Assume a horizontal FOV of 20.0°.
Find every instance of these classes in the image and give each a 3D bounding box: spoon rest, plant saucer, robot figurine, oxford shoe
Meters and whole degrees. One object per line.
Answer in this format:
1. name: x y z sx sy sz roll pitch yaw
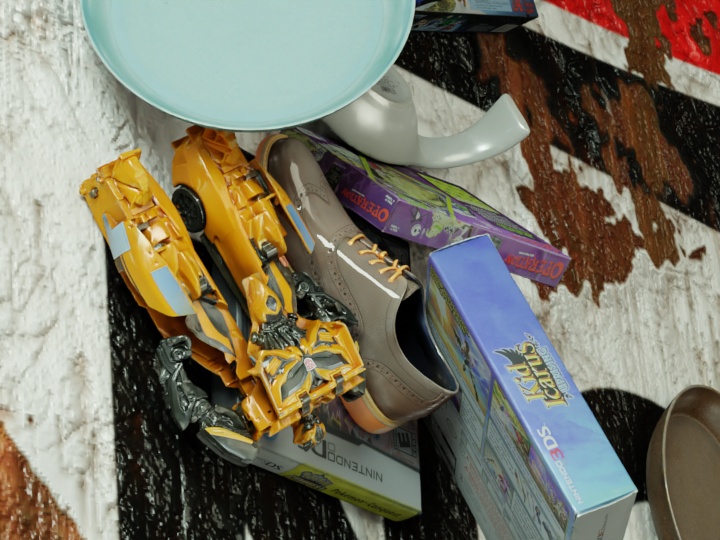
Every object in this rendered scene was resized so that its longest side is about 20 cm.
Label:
1. spoon rest: 0.031 -0.107 1.438 0.200 0.061 0.100 9 43 -43
2. plant saucer: 0.285 0.193 1.658 0.200 0.034 0.201 30 50 -44
3. plant saucer: -0.067 -0.161 1.222 0.027 0.199 0.201 96 -3 -59
4. robot figurine: -0.073 0.014 1.192 0.145 0.058 0.200 -29 86 -39
5. oxford shoe: 0.000 0.000 1.275 0.071 0.073 0.200 -38 103 -55

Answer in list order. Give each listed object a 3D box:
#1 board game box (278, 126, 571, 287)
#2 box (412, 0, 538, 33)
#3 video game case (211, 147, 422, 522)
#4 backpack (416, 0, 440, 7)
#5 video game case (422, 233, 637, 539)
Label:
1. board game box: 0.043 -0.043 1.381 0.200 0.120 0.032 17 101 -49
2. box: 0.054 -0.253 1.565 0.200 0.038 0.137 -8 80 -56
3. video game case: -0.026 0.043 1.304 0.181 0.025 0.201 28 51 -45
4. backpack: 0.010 -0.247 1.370 0.200 0.168 0.163 -27 60 -30
5. video game case: 0.098 0.108 1.273 0.182 0.045 0.200 91 -24 -55
